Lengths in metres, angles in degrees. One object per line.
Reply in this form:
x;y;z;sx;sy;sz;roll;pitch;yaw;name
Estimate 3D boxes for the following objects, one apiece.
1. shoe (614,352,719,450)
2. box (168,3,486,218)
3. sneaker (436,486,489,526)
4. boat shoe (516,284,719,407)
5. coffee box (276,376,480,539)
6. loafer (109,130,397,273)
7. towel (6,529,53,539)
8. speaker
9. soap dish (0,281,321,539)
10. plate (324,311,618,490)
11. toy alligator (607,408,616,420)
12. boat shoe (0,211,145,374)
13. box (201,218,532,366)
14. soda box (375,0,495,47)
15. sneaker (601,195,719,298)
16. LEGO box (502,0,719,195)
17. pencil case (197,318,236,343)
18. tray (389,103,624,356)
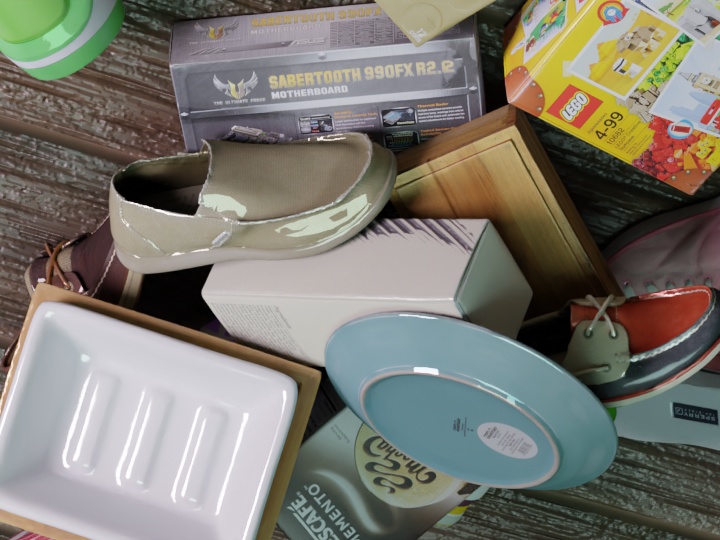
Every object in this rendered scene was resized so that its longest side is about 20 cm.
0.238;0.076;1.632;0.199;0.091;0.072;13;122;29;shoe
-0.016;-0.095;1.489;0.198;0.049;0.159;-5;132;5;box
0.018;0.112;1.671;0.199;0.075;0.090;25;119;-29;sneaker
0.143;0.049;1.456;0.199;0.071;0.063;-21;121;25;boat shoe
0.024;0.118;1.594;0.200;0.080;0.113;-40;108;0;coffee box
-0.074;-0.049;1.448;0.198;0.076;0.068;-14;137;15;loafer
-0.165;0.167;1.677;0.199;0.144;0.023;-24;91;20;towel
-0.225;-0.209;1.362;0.088;0.089;0.200;-22;129;19;speaker
-0.141;0.112;1.505;0.198;0.081;0.159;17;89;4;soap dish
0.066;0.093;1.449;0.199;0.026;0.201;18;149;11;plate
0.146;0.033;1.563;0.054;0.059;0.201;-8;114;44;toy alligator
-0.199;0.015;1.578;0.071;0.073;0.200;17;136;-17;boat shoe
0.003;0.015;1.461;0.199;0.069;0.082;2;143;33;box
0.003;-0.230;1.357;0.067;0.064;0.200;-28;126;24;soda box
0.236;0.013;1.551;0.199;0.105;0.075;-26;129;24;sneaker
0.204;-0.164;1.407;0.148;0.078;0.200;24;128;-21;LEGO box
-0.137;0.094;1.596;0.199;0.084;0.086;-30;151;-3;pencil case
0.103;-0.003;1.488;0.098;0.037;0.201;-22;117;19;tray
